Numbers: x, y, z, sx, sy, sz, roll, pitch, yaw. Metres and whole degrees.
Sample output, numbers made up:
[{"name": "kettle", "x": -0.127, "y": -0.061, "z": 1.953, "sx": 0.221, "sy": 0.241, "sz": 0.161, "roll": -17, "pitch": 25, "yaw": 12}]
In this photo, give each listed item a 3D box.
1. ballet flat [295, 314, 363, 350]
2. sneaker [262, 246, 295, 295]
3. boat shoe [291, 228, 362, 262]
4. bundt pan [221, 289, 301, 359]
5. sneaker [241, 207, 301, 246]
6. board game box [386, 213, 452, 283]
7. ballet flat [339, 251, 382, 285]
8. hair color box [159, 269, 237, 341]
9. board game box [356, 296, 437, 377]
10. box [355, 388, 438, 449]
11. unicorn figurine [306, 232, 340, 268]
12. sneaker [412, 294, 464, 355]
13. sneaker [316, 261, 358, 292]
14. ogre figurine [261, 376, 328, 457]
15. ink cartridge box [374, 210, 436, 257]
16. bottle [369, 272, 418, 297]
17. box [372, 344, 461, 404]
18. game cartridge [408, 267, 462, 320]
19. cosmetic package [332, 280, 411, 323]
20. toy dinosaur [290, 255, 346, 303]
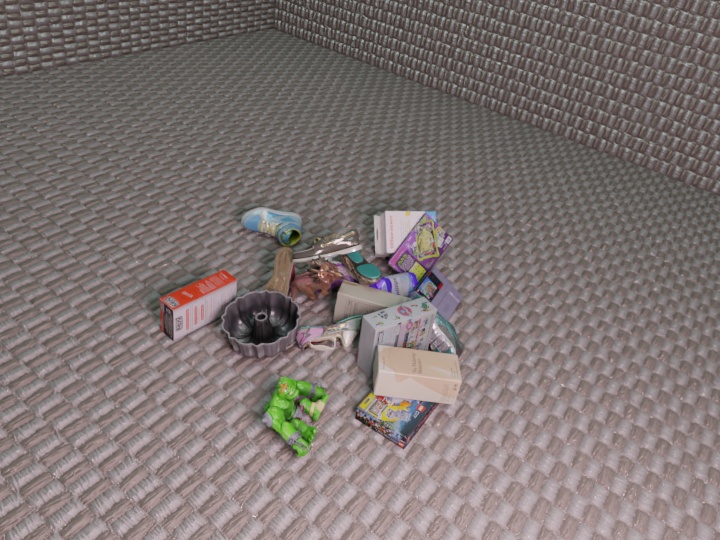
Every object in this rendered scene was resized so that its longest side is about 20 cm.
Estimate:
[{"name": "ballet flat", "x": -0.069, "y": 0.169, "z": 1.572, "sx": 0.196, "sy": 0.070, "sz": 0.072, "roll": -10, "pitch": 60, "yaw": -19}, {"name": "sneaker", "x": -0.226, "y": 0.048, "z": 1.703, "sx": 0.070, "sy": 0.113, "sz": 0.204, "roll": 14, "pitch": 64, "yaw": 2}, {"name": "boat shoe", "x": -0.096, "y": -0.064, "z": 1.673, "sx": 0.197, "sy": 0.062, "sz": 0.072, "roll": -13, "pitch": 1, "yaw": -2}, {"name": "bundt pan", "x": -0.246, "y": 0.142, "z": 1.526, "sx": 0.197, "sy": 0.077, "sz": 0.204, "roll": 1, "pitch": 39, "yaw": -1}, {"name": "sneaker", "x": -0.275, "y": -0.134, "z": 1.925, "sx": 0.195, "sy": 0.081, "sz": 0.132, "roll": 0, "pitch": 34, "yaw": -15}, {"name": "board game box", "x": 0.181, "y": -0.059, "z": 1.853, "sx": 0.120, "sy": 0.032, "sz": 0.201, "roll": 43, "pitch": 73, "yaw": -13}, {"name": "ballet flat", "x": 0.000, "y": 0.000, "z": 1.699, "sx": 0.067, "sy": 0.077, "sz": 0.200, "roll": -14, "pitch": 37, "yaw": -27}, {"name": "hair color box", "x": -0.409, "y": 0.086, "z": 1.553, "sx": 0.061, "sy": 0.103, "sz": 0.199, "roll": 31, "pitch": 39, "yaw": 27}, {"name": "board game box", "x": 0.091, "y": 0.166, "z": 1.540, "sx": 0.197, "sy": 0.150, "sz": 0.064, "roll": -14, "pitch": 38, "yaw": -33}, {"name": "box", "x": 0.096, "y": 0.310, "z": 1.431, "sx": 0.135, "sy": 0.038, "sz": 0.199, "roll": 27, "pitch": 38, "yaw": 22}, {"name": "unicorn figurine", "x": -0.101, "y": -0.048, "z": 1.870, "sx": 0.134, "sy": 0.076, "sz": 0.201, "roll": -5, "pitch": 22, "yaw": -6}, {"name": "sneaker", "x": 0.207, "y": 0.153, "z": 1.635, "sx": 0.090, "sy": 0.078, "sz": 0.203, "roll": -11, "pitch": 66, "yaw": -46}, {"name": "sneaker", "x": -0.052, "y": 0.022, "z": 1.771, "sx": 0.198, "sy": 0.082, "sz": 0.088, "roll": -21, "pitch": 53, "yaw": -39}, {"name": "ogre figurine", "x": -0.145, "y": 0.305, "z": 1.329, "sx": 0.118, "sy": 0.099, "sz": 0.202, "roll": 27, "pitch": 49, "yaw": -7}, {"name": "ink cartridge box", "x": 0.129, "y": -0.113, "z": 1.923, "sx": 0.195, "sy": 0.132, "sz": 0.125, "roll": 0, "pitch": -6, "yaw": -16}, {"name": "bottle", "x": 0.073, "y": 0.058, "z": 1.745, "sx": 0.196, "sy": 0.065, "sz": 0.086, "roll": -9, "pitch": 82, "yaw": -28}, {"name": "box", "x": 0.130, "y": 0.244, "z": 1.430, "sx": 0.195, "sy": 0.079, "sz": 0.096, "roll": 7, "pitch": 35, "yaw": -6}, {"name": "game cartridge", "x": 0.213, "y": 0.082, "z": 1.746, "sx": 0.130, "sy": 0.038, "sz": 0.200, "roll": 50, "pitch": 39, "yaw": -4}, {"name": "cosmetic package", "x": 0.031, "y": 0.108, "z": 1.644, "sx": 0.196, "sy": 0.107, "sz": 0.071, "roll": 17, "pitch": 32, "yaw": 6}, {"name": "toy dinosaur", "x": -0.129, "y": 0.026, "z": 1.641, "sx": 0.196, "sy": 0.135, "sz": 0.087, "roll": -23, "pitch": 72, "yaw": 11}]
